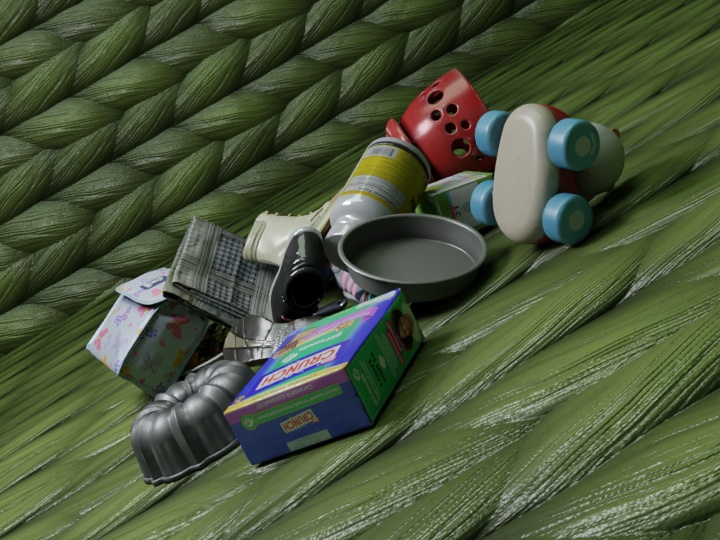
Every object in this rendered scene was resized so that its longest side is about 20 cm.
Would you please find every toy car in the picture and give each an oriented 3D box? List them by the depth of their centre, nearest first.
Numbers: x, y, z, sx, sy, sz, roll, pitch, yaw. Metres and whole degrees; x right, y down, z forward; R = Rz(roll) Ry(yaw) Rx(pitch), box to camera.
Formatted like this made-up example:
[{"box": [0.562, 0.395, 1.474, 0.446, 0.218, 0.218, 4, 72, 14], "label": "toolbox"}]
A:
[{"box": [0.277, -0.125, 1.331, 0.198, 0.179, 0.184, -3, 12, -30], "label": "toy car"}]

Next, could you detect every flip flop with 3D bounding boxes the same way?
[{"box": [-0.112, 0.106, 1.435, 0.198, 0.058, 0.082, -7, 55, 29], "label": "flip flop"}]

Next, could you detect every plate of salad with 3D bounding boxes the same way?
[{"box": [-0.250, 0.117, 1.740, 0.199, 0.048, 0.200, -29, 11, 6], "label": "plate of salad"}]

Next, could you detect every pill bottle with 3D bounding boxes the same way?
[{"box": [0.021, -0.093, 1.504, 0.111, 0.111, 0.201, -17, 34, 46], "label": "pill bottle"}]

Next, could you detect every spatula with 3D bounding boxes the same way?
[{"box": [-0.079, 0.063, 1.614, 0.199, 0.021, 0.057, -11, 35, 52], "label": "spatula"}]

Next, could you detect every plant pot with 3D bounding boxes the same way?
[{"box": [0.158, -0.246, 1.907, 0.182, 0.201, 0.200, -33, 12, 2], "label": "plant pot"}]

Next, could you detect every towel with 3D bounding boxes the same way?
[{"box": [-0.210, 0.011, 1.653, 0.035, 0.191, 0.201, -50, 19, 38], "label": "towel"}]

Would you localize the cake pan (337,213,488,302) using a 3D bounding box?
[{"box": [0.069, -0.017, 1.349, 0.198, 0.037, 0.201, 0, 29, 0], "label": "cake pan"}]

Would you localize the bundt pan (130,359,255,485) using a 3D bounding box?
[{"box": [-0.210, 0.183, 1.307, 0.201, 0.076, 0.202, -28, 12, 6], "label": "bundt pan"}]

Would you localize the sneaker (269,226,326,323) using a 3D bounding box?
[{"box": [-0.093, 0.045, 1.458, 0.070, 0.201, 0.100, 7, 37, -9], "label": "sneaker"}]

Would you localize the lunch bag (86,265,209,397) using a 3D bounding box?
[{"box": [-0.345, 0.087, 1.693, 0.201, 0.127, 0.169, -57, 33, -9], "label": "lunch bag"}]

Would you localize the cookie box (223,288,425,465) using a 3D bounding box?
[{"box": [-0.036, 0.117, 1.158, 0.170, 0.076, 0.200, -23, 15, 28], "label": "cookie box"}]

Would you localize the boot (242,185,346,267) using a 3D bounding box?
[{"box": [-0.090, -0.077, 1.673, 0.154, 0.072, 0.201, 12, 55, 39], "label": "boot"}]

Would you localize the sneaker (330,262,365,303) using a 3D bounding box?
[{"box": [0.000, 0.000, 1.540, 0.070, 0.083, 0.200, -33, 12, -19], "label": "sneaker"}]

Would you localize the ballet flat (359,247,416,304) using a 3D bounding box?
[{"box": [0.042, 0.032, 1.382, 0.071, 0.069, 0.200, -52, -3, 37], "label": "ballet flat"}]

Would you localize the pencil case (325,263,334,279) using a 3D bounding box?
[{"box": [-0.049, -0.018, 1.742, 0.199, 0.079, 0.087, -21, 4, 36], "label": "pencil case"}]

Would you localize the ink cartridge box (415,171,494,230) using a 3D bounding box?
[{"box": [0.104, -0.086, 1.579, 0.198, 0.076, 0.148, -19, 10, -9], "label": "ink cartridge box"}]
